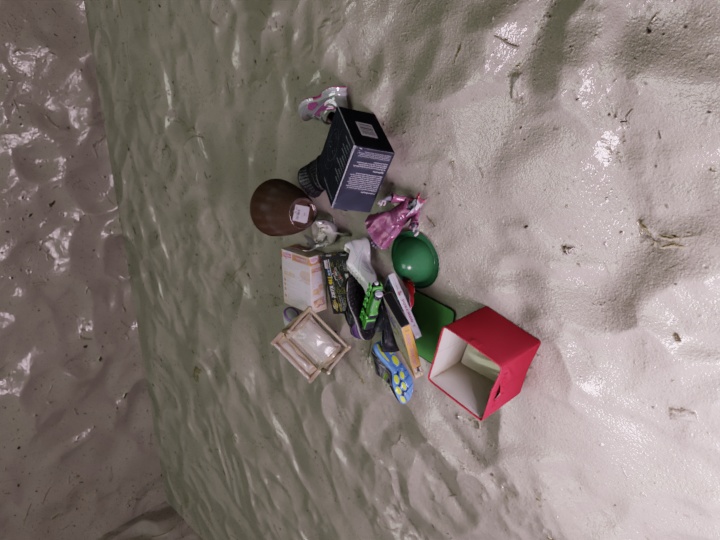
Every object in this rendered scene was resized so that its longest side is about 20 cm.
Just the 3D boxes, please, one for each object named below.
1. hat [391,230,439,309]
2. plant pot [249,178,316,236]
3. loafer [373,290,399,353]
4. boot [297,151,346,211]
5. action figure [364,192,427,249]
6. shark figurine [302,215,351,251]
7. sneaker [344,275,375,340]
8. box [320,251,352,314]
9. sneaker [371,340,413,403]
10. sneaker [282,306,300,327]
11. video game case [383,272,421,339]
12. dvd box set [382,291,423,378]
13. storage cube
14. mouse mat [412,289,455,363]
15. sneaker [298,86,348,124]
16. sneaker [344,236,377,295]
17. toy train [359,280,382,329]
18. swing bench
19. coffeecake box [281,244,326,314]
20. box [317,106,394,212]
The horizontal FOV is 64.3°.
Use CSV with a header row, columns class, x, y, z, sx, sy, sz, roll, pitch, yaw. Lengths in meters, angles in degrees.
class,x,y,z,sx,sy,sz,roll,pitch,yaw
hat,0.102,-0.006,1.534,0.199,0.175,0.167,-1,105,47
plant pot,-0.224,-0.187,1.792,0.199,0.186,0.189,19,118,56
loafer,0.071,0.156,1.677,0.068,0.070,0.202,-109,5,-64
boot,-0.105,-0.252,1.746,0.157,0.079,0.213,-32,70,42
action figure,0.110,-0.142,1.557,0.199,0.149,0.135,-35,86,28
shark figurine,-0.106,-0.127,1.819,0.215,0.127,0.090,133,138,-64
sneaker,-0.024,0.114,1.731,0.087,0.075,0.202,-1,105,51
box,-0.041,0.040,1.809,0.159,0.049,0.202,-2,104,50
sneaker,0.095,0.312,1.753,0.201,0.070,0.083,59,152,15
sneaker,-0.212,0.224,2.064,0.201,0.074,0.100,55,155,18
video game case,0.115,0.109,1.596,0.200,0.023,0.184,96,151,-80
dvd box set,0.116,0.176,1.558,0.147,0.029,0.201,-119,9,-52
storage cube,0.300,0.219,1.401,0.200,0.179,0.172,35,128,35
mouse mat,0.193,0.168,1.629,0.160,0.007,0.202,29,123,39
sneaker,-0.110,-0.467,1.674,0.199,0.081,0.089,-9,96,49
sneaker,0.000,0.000,1.686,0.071,0.079,0.202,114,145,-63
toy train,0.032,0.101,1.613,0.201,0.041,0.057,104,155,-54
swing bench,-0.170,0.252,1.920,0.199,0.130,0.200,46,149,-5
coffeecake box,-0.193,0.027,1.951,0.153,0.073,0.202,18,117,42
box,-0.019,-0.299,1.553,0.201,0.123,0.197,-110,35,-42
